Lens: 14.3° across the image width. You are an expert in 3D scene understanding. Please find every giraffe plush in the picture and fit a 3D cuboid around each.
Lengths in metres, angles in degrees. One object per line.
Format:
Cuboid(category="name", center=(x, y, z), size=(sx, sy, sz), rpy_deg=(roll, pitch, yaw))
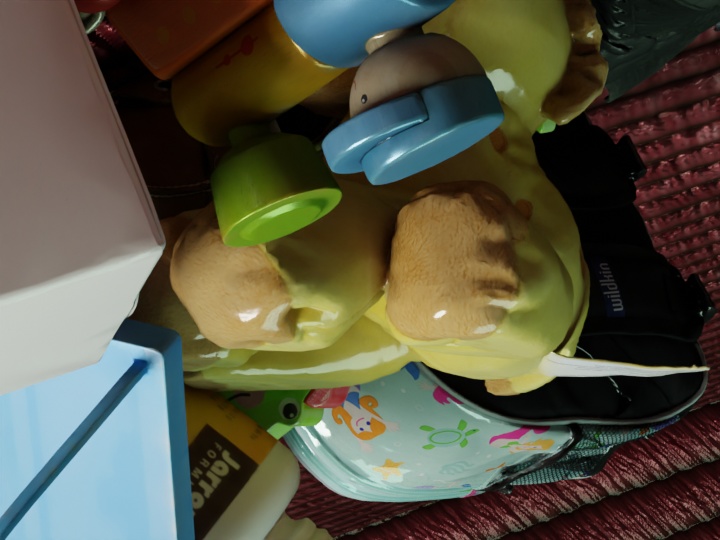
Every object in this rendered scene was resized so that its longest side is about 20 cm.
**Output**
Cuboid(category="giraffe plush", center=(0.021, -0.047, 0.967), size=(0.199, 0.163, 0.172), rpy_deg=(3, 170, -21))

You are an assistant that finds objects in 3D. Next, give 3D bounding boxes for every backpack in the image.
Cuboid(category="backpack", center=(0.032, 0.012, 1.223), size=(0.150, 0.178, 0.200), rpy_deg=(-33, 162, 32))

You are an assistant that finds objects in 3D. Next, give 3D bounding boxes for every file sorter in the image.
Cuboid(category="file sorter", center=(-0.168, 0.087, 0.918), size=(0.199, 0.139, 0.123), rpy_deg=(12, -144, 20))

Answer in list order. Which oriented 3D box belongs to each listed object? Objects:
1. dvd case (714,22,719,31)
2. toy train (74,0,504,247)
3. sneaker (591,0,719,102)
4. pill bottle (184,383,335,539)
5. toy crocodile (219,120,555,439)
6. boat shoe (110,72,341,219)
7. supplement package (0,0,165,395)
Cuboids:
Cuboid(category="dvd case", center=(0.223, -0.154, 1.191), size=(0.148, 0.016, 0.200), rpy_deg=(-20, 171, -3))
Cuboid(category="toy train", center=(-0.043, -0.058, 0.849), size=(0.084, 0.116, 0.200), rpy_deg=(-11, 166, -44))
Cuboid(category="sneaker", center=(0.095, -0.103, 1.065), size=(0.104, 0.060, 0.200), rpy_deg=(-31, 171, 23))
Cuboid(category="pill bottle", center=(-0.098, 0.075, 1.025), size=(0.109, 0.200, 0.109), rpy_deg=(-52, 180, 0))
Cuboid(category="toy crocodile", center=(0.000, 0.000, 1.087), size=(0.200, 0.062, 0.068), rpy_deg=(-56, 168, 0))
Cuboid(category="boat shoe", center=(-0.067, -0.047, 1.036), size=(0.068, 0.072, 0.200), rpy_deg=(-48, 167, 16))
Cuboid(category="supplement package", center=(-0.174, -0.013, 0.802), size=(0.199, 0.120, 0.121), rpy_deg=(-18, 168, -19))
